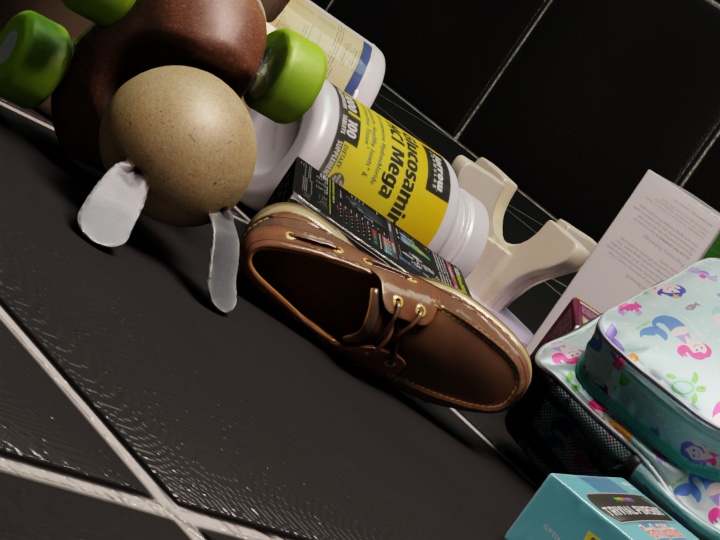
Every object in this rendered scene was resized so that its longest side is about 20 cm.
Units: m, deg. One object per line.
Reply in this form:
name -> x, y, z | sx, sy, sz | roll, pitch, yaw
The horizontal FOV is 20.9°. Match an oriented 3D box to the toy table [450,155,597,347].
toy table -> 0.116, -0.015, 1.712 | 0.183, 0.118, 0.200 | 27, 13, -47

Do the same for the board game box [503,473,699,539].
board game box -> 0.187, 0.189, 1.052 | 0.200, 0.047, 0.151 | 39, 8, 21

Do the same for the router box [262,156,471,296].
router box -> 0.000, 0.000, 1.317 | 0.149, 0.062, 0.200 | 34, 8, -6

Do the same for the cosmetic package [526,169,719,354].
cosmetic package -> 0.229, 0.026, 1.635 | 0.085, 0.201, 0.107 | 36, 10, 23

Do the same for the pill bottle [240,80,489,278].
pill bottle -> 0.004, -0.061, 1.510 | 0.199, 0.113, 0.112 | 30, 10, -35

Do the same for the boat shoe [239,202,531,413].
boat shoe -> 0.011, 0.031, 1.179 | 0.199, 0.072, 0.068 | 30, 14, -1

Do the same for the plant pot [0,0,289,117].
plant pot -> -0.162, -0.186, 1.313 | 0.199, 0.175, 0.200 | 34, 8, -5

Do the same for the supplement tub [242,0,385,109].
supplement tub -> -0.093, -0.187, 1.735 | 0.199, 0.145, 0.144 | 33, 8, -14

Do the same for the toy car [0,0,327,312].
toy car -> -0.116, -0.067, 1.124 | 0.164, 0.158, 0.201 | 26, 40, -31

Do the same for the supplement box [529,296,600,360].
supplement box -> 0.177, 0.093, 1.432 | 0.110, 0.086, 0.200 | 36, 8, 2

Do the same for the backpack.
backpack -> 0.215, 0.103, 1.218 | 0.177, 0.151, 0.200 | -23, 63, -38
